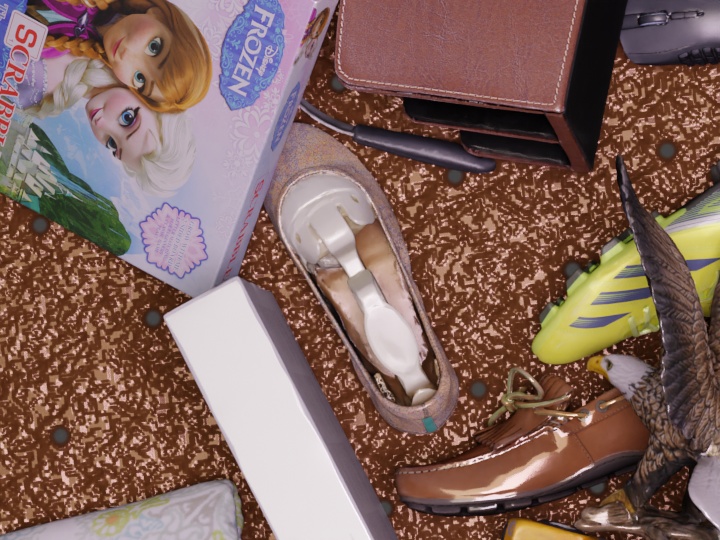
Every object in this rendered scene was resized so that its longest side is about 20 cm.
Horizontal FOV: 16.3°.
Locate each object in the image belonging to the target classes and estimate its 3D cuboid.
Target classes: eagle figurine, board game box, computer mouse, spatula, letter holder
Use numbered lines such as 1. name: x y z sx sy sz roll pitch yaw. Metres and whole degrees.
1. eagle figurine: 0.180 0.051 1.327 0.150 0.152 0.201 18 96 12
2. board game box: -0.132 -0.113 1.416 0.199 0.041 0.201 27 117 12
3. computer mouse: 0.141 -0.144 1.446 0.199 0.034 0.059 -5 87 6
4. spatula: -0.016 -0.090 1.457 0.199 0.057 0.021 20 116 -1
5. letter holder: 0.074 -0.173 1.406 0.141 0.101 0.201 9 76 17

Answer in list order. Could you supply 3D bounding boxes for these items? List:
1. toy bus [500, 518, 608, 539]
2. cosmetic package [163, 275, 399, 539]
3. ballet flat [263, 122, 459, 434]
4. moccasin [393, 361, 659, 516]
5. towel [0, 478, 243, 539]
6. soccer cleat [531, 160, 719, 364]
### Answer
1. toy bus: 0.173 0.193 1.389 0.199 0.078 0.065 16 89 -10
2. cosmetic package: -0.033 0.105 1.389 0.052 0.151 0.201 -28 84 5
3. ballet flat: 0.000 0.000 1.434 0.068 0.067 0.201 -31 84 2
4. moccasin: 0.114 0.087 1.413 0.200 0.074 0.078 -19 85 3
5. towel: -0.140 0.222 1.405 0.170 0.048 0.201 -13 53 3
6. soccer cleat: 0.188 0.001 1.417 0.200 0.065 0.084 -36 86 2
